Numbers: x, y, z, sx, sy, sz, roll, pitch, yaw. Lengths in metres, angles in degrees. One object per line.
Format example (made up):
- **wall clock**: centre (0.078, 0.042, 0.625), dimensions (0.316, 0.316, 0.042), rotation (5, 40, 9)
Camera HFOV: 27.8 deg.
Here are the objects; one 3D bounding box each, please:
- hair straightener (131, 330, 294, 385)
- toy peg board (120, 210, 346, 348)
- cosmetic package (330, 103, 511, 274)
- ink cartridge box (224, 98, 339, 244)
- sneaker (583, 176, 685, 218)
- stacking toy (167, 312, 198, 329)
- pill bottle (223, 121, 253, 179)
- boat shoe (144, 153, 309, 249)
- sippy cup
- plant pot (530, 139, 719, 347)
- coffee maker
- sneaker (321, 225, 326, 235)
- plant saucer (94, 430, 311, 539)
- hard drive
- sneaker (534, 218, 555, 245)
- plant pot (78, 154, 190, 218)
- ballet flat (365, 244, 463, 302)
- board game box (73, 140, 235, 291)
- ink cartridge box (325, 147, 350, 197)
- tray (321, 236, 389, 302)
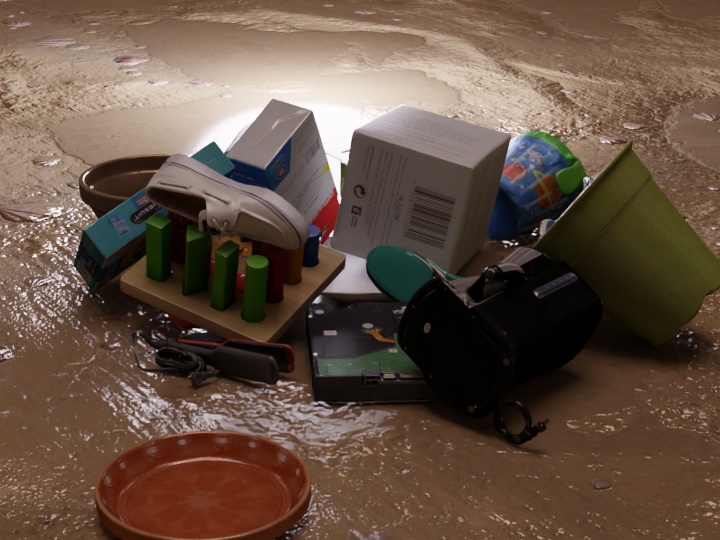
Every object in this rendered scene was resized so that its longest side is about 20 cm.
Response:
- **hair straightener**: centre (-0.176, 0.096, 1.617), dimensions (0.200, 0.041, 0.077), rotation (11, 24, 23)
- **toy peg board**: centre (-0.145, -0.028, 1.706), dimensions (0.200, 0.098, 0.199), rotation (23, 41, 18)
- **cosmetic package**: centre (0.081, -0.105, 1.910), dimensions (0.166, 0.168, 0.200), rotation (18, 21, 15)
- **ink cartridge box**: centre (-0.094, -0.106, 1.873), dimensions (0.067, 0.200, 0.116), rotation (18, 56, 28)
- **sneaker**: centre (0.380, -0.066, 2.026), dimensions (0.115, 0.076, 0.201), rotation (3, 28, -18)
- **stacking toy**: centre (-0.163, 0.014, 1.784), dimensions (0.085, 0.086, 0.200), rotation (13, 31, 27)
- **pill bottle**: centre (-0.156, -0.146, 2.133), dimensions (0.106, 0.106, 0.200), rotation (4, 23, 7)
- **boat shoe**: centre (-0.154, -0.064, 1.631), dimensions (0.200, 0.071, 0.070), rotation (27, 54, 17)
- **sippy cup**: centre (0.223, -0.111, 2.045), dimensions (0.140, 0.178, 0.130), rotation (43, 50, 17)
- **plant pot**: centre (0.319, -0.017, 1.696), dimensions (0.190, 0.200, 0.200), rotation (42, 32, 6)
- **coffee maker**: centre (0.165, 0.079, 1.570), dimensions (0.135, 0.192, 0.200), rotation (-30, -7, 41)
- **sneaker**: centre (-0.114, -0.070, 1.958), dimensions (0.200, 0.084, 0.077), rotation (-10, -3, -29)
- **plant saucer**: centre (-0.145, 0.209, 1.350), dimensions (0.200, 0.032, 0.200), rotation (0, 21, 0)
- **hard drive**: centre (0.011, 0.090, 1.644), dimensions (0.139, 0.038, 0.200), rotation (-1, 21, -5)
- **sneaker**: centre (0.263, 0.001, 1.844), dimensions (0.089, 0.079, 0.200), rotation (8, 30, -1)
- **plant pot**: centre (-0.284, -0.088, 2.001), dimensions (0.200, 0.093, 0.201), rotation (0, 21, 0)
- **ballet flat**: centre (0.095, 0.029, 1.762), dimensions (0.200, 0.067, 0.070), rotation (25, -6, 31)
- **board game box**: centre (-0.258, -0.066, 1.806), dimensions (0.200, 0.047, 0.151), rotation (-37, -3, -22)
- **ink cartridge box**: centre (0.036, -0.132, 2.166), dimensions (0.104, 0.059, 0.200), rotation (-12, 25, -30)
- **tray**: centre (0.000, 0.000, 1.888), dimensions (0.107, 0.022, 0.200), rotation (0, 22, 0)
